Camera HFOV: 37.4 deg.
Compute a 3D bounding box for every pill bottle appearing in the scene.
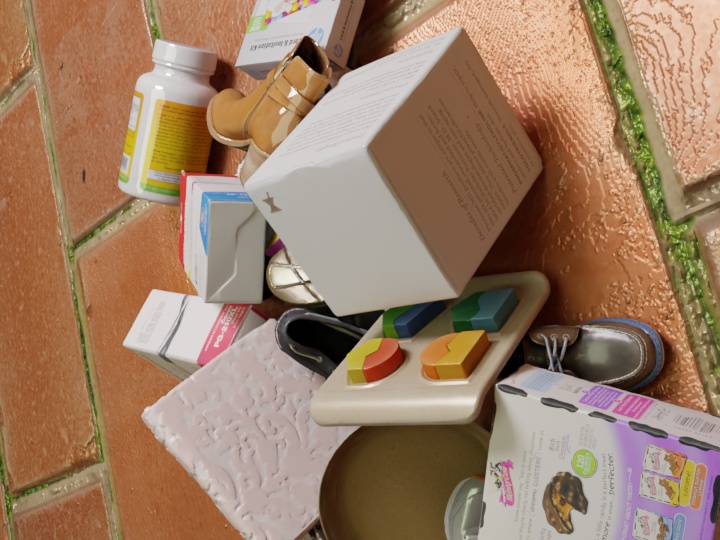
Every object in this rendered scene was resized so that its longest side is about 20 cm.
[{"bbox_3d":[-0.246,-0.194,1.391,0.111,0.111,0.201,25,106,43],"label":"pill bottle"}]

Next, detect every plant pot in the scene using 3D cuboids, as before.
[{"bbox_3d":[0.058,0.226,1.057,0.028,0.199,0.201,-92,17,-76],"label":"plant pot"}]

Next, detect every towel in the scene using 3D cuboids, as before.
[{"bbox_3d":[-0.094,0.169,1.102,0.200,0.191,0.032,45,145,11],"label":"towel"}]

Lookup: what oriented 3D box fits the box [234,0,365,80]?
[{"bbox_3d":[-0.054,-0.319,1.207,0.155,0.041,0.201,5,75,46],"label":"box"}]

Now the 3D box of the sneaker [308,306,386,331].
[{"bbox_3d":[-0.051,0.035,1.191,0.099,0.071,0.200,-42,52,-14],"label":"sneaker"}]

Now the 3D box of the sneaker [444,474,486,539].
[{"bbox_3d":[0.117,0.297,1.014,0.092,0.075,0.202,-97,9,-75],"label":"sneaker"}]

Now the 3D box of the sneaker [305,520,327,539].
[{"bbox_3d":[-0.066,0.245,1.166,0.115,0.075,0.201,-49,49,39],"label":"sneaker"}]

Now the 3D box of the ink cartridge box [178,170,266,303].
[{"bbox_3d":[-0.162,-0.044,1.214,0.200,0.067,0.117,-140,52,-66],"label":"ink cartridge box"}]

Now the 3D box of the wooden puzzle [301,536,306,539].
[{"bbox_3d":[-0.055,0.270,1.241,0.199,0.046,0.187,9,95,50],"label":"wooden puzzle"}]

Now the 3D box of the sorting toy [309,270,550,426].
[{"bbox_3d":[0.064,0.066,0.994,0.184,0.200,0.037,-7,121,36],"label":"sorting toy"}]

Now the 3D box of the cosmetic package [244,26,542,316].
[{"bbox_3d":[0.035,-0.090,1.004,0.167,0.200,0.167,-11,122,45],"label":"cosmetic package"}]

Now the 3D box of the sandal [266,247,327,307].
[{"bbox_3d":[0.000,0.000,1.129,0.199,0.054,0.081,-13,58,2],"label":"sandal"}]

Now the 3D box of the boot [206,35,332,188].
[{"bbox_3d":[-0.093,-0.187,1.148,0.155,0.073,0.200,-61,39,26],"label":"boot"}]

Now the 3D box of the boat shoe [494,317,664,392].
[{"bbox_3d":[0.180,0.085,0.982,0.199,0.072,0.073,-12,80,44],"label":"boat shoe"}]

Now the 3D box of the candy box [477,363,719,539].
[{"bbox_3d":[0.207,0.189,0.903,0.199,0.071,0.169,14,109,28],"label":"candy box"}]

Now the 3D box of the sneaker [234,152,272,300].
[{"bbox_3d":[-0.115,-0.052,1.291,0.090,0.066,0.201,30,115,37],"label":"sneaker"}]

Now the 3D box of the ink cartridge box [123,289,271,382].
[{"bbox_3d":[-0.162,0.097,1.266,0.199,0.145,0.085,6,65,45],"label":"ink cartridge box"}]

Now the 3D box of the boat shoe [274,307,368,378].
[{"bbox_3d":[0.003,0.098,1.095,0.073,0.199,0.063,-64,2,-6],"label":"boat shoe"}]

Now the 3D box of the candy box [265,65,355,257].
[{"bbox_3d":[-0.052,-0.122,1.185,0.136,0.061,0.201,-40,42,37],"label":"candy box"}]
